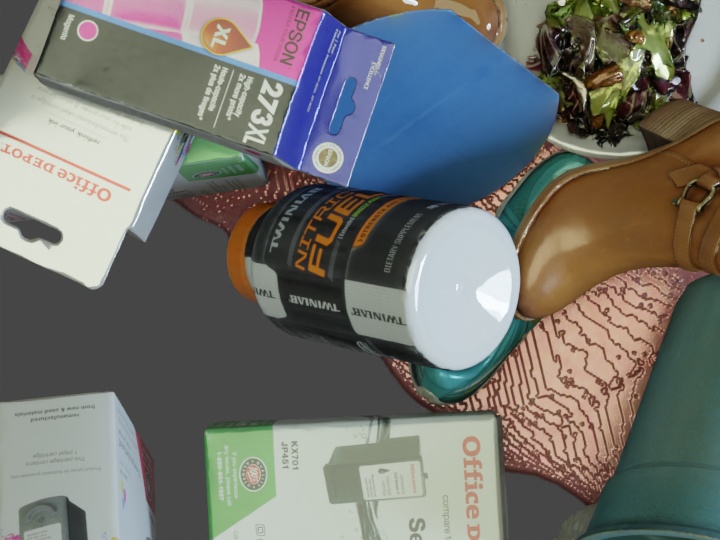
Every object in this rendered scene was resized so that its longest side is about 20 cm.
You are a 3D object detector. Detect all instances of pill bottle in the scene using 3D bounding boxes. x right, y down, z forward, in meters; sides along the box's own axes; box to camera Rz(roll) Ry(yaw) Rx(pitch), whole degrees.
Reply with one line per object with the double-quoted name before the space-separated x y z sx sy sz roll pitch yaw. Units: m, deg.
"pill bottle" 0.000 0.000 1.461 0.200 0.106 0.107 10 88 46

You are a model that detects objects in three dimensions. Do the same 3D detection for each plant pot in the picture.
"plant pot" 0.254 0.119 1.427 0.200 0.200 0.197 16 66 4

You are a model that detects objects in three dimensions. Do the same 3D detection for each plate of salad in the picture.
"plate of salad" 0.176 -0.175 1.515 0.199 0.048 0.201 0 80 2

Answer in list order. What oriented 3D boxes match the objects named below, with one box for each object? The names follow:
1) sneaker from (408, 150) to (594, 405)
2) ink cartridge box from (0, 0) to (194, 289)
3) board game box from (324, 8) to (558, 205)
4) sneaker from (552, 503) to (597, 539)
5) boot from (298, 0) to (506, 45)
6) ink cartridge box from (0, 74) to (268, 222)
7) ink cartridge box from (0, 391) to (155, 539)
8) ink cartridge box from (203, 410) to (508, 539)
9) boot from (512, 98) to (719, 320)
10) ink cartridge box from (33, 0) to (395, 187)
"sneaker" 0.105 0.007 1.501 0.077 0.080 0.200 33 82 4
"ink cartridge box" -0.165 -0.096 1.386 0.115 0.068 0.200 24 85 5
"board game box" 0.033 -0.114 1.481 0.158 0.200 0.039 -35 46 25
"sneaker" 0.161 0.258 1.501 0.080 0.076 0.201 8 92 -8
"boot" -0.008 -0.191 1.466 0.200 0.155 0.077 27 99 11
"ink cartridge box" -0.172 -0.090 1.494 0.199 0.145 0.088 -10 86 4
"ink cartridge box" -0.183 0.197 1.452 0.085 0.148 0.201 -7 66 2
"ink cartridge box" 0.001 0.170 1.502 0.199 0.083 0.147 -4 88 3
"boot" 0.199 -0.018 1.422 0.200 0.155 0.077 -38 130 -14
"ink cartridge box" -0.087 -0.127 1.337 0.199 0.037 0.095 19 85 -1
